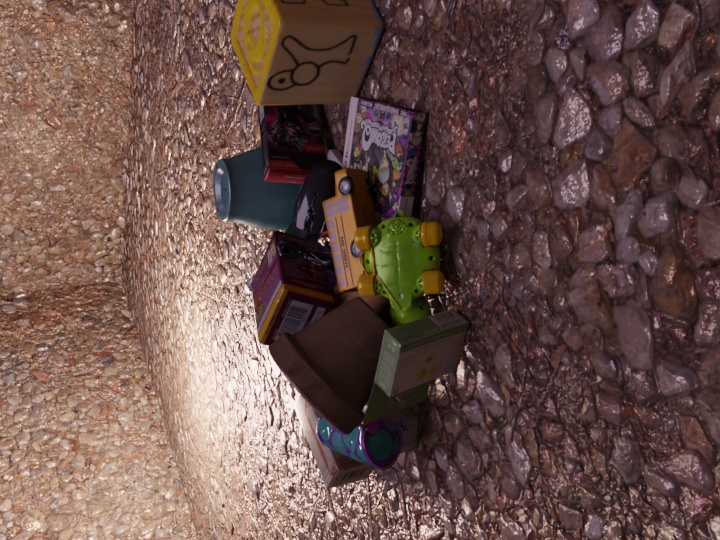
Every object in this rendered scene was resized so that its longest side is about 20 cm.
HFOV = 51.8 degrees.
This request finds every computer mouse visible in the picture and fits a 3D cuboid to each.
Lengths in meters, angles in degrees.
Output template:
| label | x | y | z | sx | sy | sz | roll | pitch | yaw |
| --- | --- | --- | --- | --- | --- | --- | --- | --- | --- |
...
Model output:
| label | x | y | z | sx | sy | sz | roll | pitch | yaw |
| --- | --- | --- | --- | --- | --- | --- | --- | --- | --- |
| computer mouse | -0.058 | -0.101 | 1.328 | 0.046 | 0.139 | 0.201 | 61 | -130 | -75 |

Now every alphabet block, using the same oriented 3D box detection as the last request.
| label | x | y | z | sx | sy | sz | roll | pitch | yaw |
| --- | --- | --- | --- | --- | --- | --- | --- | --- | --- |
| alphabet block | -0.103 | -0.433 | 1.346 | 0.197 | 0.199 | 0.196 | 66 | 148 | 30 |

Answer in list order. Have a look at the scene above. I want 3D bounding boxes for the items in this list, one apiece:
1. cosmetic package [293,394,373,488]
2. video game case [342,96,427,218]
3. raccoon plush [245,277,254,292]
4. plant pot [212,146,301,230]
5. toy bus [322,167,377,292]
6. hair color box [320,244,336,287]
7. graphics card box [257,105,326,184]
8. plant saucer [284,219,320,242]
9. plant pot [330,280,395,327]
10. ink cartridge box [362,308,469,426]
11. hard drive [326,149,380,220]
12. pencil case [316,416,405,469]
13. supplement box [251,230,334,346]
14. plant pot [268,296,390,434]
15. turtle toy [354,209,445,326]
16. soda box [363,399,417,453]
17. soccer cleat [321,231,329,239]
| label | x | y | z | sx | sy | sz | roll | pitch | yaw |
| --- | --- | --- | --- | --- | --- | --- | --- | --- | --- |
| cosmetic package | -0.052 | 0.335 | 1.542 | 0.201 | 0.103 | 0.088 | 61 | 144 | 33 |
| video game case | 0.034 | -0.199 | 1.291 | 0.200 | 0.036 | 0.183 | 32 | 120 | 52 |
| raccoon plush | -0.179 | 0.102 | 1.645 | 0.096 | 0.199 | 0.135 | -21 | 63 | 51 |
| plant pot | -0.220 | -0.179 | 1.640 | 0.200 | 0.187 | 0.202 | 25 | 118 | 61 |
| toy bus | -0.012 | -0.069 | 1.269 | 0.078 | 0.065 | 0.202 | -17 | 80 | 38 |
| hair color box | -0.081 | 0.043 | 1.493 | 0.201 | 0.064 | 0.110 | -107 | 38 | -56 |
| graphics card box | -0.139 | -0.273 | 1.504 | 0.051 | 0.124 | 0.202 | 127 | 140 | -57 |
| plant saucer | -0.129 | -0.050 | 1.556 | 0.036 | 0.200 | 0.201 | 28 | 134 | 7 |
| plant pot | 0.013 | 0.098 | 1.326 | 0.199 | 0.027 | 0.202 | 8 | 106 | 28 |
| ink cartridge box | 0.086 | 0.166 | 1.182 | 0.048 | 0.145 | 0.201 | 40 | 132 | 40 |
| hard drive | -0.024 | -0.129 | 1.456 | 0.200 | 0.026 | 0.133 | 56 | 142 | 42 |
| pencil case | -0.004 | 0.290 | 1.319 | 0.200 | 0.085 | 0.093 | -6 | 107 | 62 |
| supplement box | -0.132 | 0.039 | 1.395 | 0.131 | 0.102 | 0.201 | -62 | 25 | 28 |
| plant pot | -0.028 | 0.141 | 1.235 | 0.200 | 0.175 | 0.200 | 46 | 179 | 1 |
| turtle toy | 0.072 | 0.003 | 1.205 | 0.144 | 0.101 | 0.202 | -2 | 95 | 18 |
| soda box | 0.030 | 0.275 | 1.408 | 0.200 | 0.063 | 0.069 | 25 | 118 | 58 |
| soccer cleat | 0.000 | 0.000 | 1.359 | 0.067 | 0.076 | 0.201 | -43 | 71 | 52 |
